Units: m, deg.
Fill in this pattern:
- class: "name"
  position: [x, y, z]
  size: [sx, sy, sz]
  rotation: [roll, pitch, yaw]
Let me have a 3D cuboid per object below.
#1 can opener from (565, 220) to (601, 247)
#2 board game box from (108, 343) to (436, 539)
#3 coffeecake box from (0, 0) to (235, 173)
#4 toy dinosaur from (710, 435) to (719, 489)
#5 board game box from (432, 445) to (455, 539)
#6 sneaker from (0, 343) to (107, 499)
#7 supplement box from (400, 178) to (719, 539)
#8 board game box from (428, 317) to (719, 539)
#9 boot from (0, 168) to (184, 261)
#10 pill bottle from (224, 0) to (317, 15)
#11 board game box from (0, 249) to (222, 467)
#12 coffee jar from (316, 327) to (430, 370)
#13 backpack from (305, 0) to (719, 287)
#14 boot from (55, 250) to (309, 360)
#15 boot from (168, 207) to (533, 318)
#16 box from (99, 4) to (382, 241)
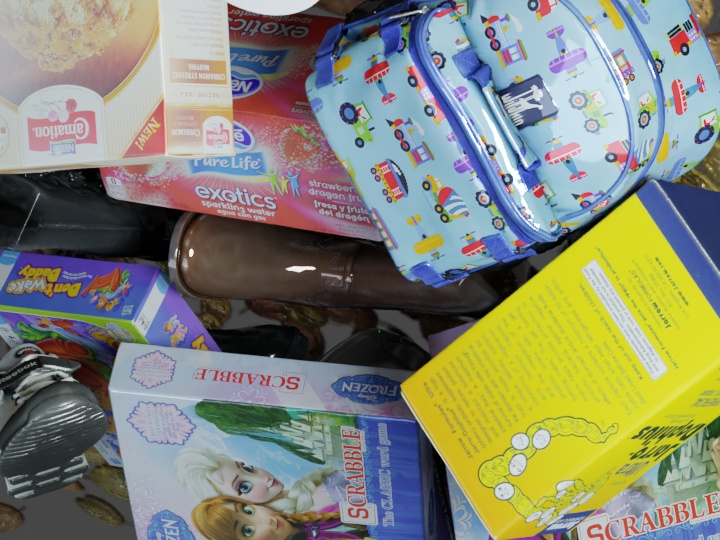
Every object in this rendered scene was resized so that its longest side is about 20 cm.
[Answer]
- class: "can opener"
  position: [0.164, -0.070, 1.611]
  size: [0.063, 0.078, 0.201]
  rotation: [52, 150, 35]
- class: "board game box"
  position: [-0.053, 0.135, 1.742]
  size: [0.198, 0.041, 0.201]
  rotation: [5, 138, 10]
- class: "coffeecake box"
  position: [-0.159, -0.162, 1.596]
  size: [0.153, 0.073, 0.202]
  rotation: [-3, 90, 33]
- class: "toy dinosaur"
  position: [0.276, 0.059, 1.569]
  size: [0.101, 0.200, 0.059]
  rotation: [0, 117, 43]
- class: "board game box"
  position: [0.099, 0.162, 1.782]
  size: [0.056, 0.201, 0.166]
  rotation: [-1, 144, -18]
- class: "sneaker"
  position: [-0.213, 0.087, 1.741]
  size: [0.200, 0.074, 0.089]
  rotation: [129, 125, -70]
- class: "supplement box"
  position: [0.143, 0.053, 1.545]
  size: [0.200, 0.109, 0.110]
  rotation: [-40, 70, 21]
- class: "board game box"
  position: [0.144, 0.109, 1.635]
  size: [0.199, 0.201, 0.041]
  rotation: [-20, 157, 30]
- class: "boot"
  position: [-0.225, -0.044, 1.755]
  size: [0.164, 0.200, 0.066]
  rotation: [8, 94, 28]
- class: "pill bottle"
  position: [-0.020, -0.233, 1.421]
  size: [0.115, 0.201, 0.116]
  rotation: [16, 140, 14]
- class: "board game box"
  position: [-0.152, 0.067, 1.806]
  size: [0.134, 0.045, 0.200]
  rotation: [6, 147, 33]
- class: "coffee jar"
  position: [-0.008, 0.140, 1.860]
  size: [0.085, 0.104, 0.201]
  rotation: [36, 138, 19]
- class: "backpack"
  position: [0.094, -0.099, 1.516]
  size: [0.199, 0.134, 0.183]
  rotation: [-17, 103, 42]
- class: "boot"
  position: [-0.149, 0.044, 1.899]
  size: [0.162, 0.074, 0.198]
  rotation: [41, 145, -19]
- class: "boot"
  position: [0.000, 0.000, 1.714]
  size: [0.199, 0.186, 0.065]
  rotation: [9, 93, 28]
- class: "box"
  position: [-0.063, -0.097, 1.674]
  size: [0.199, 0.100, 0.096]
  rotation: [10, 138, 23]
